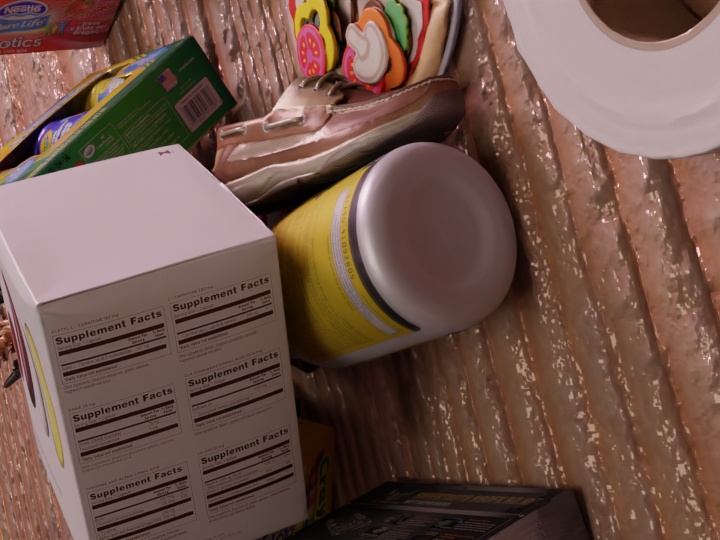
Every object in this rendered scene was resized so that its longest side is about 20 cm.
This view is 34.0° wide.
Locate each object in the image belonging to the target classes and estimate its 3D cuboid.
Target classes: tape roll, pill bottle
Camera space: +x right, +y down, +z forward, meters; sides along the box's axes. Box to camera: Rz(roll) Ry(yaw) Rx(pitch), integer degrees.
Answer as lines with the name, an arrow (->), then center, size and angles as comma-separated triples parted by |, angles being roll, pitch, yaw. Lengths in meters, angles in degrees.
tape roll -> 0.149, -0.153, 0.520 | 0.201, 0.070, 0.206 | 23, 118, 51
pill bottle -> 0.000, 0.000, 0.748 | 0.199, 0.111, 0.114 | -23, 80, 55

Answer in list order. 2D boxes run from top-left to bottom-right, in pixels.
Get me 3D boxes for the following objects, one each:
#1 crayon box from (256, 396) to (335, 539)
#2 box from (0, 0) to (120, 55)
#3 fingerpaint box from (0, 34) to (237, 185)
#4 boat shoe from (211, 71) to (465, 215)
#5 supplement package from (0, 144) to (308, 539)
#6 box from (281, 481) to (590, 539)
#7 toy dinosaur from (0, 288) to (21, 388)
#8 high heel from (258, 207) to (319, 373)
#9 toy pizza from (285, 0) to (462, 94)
crayon box -> -0.071, 0.194, 0.877 | 0.051, 0.200, 0.128 | 11, 112, 20
box -> -0.335, -0.269, 1.094 | 0.095, 0.198, 0.104 | -45, 62, 53
fingerpaint box -> -0.223, -0.094, 0.952 | 0.166, 0.200, 0.074 | -6, 126, 48
boat shoe -> -0.025, -0.091, 0.750 | 0.198, 0.075, 0.073 | -17, 83, 34
supplement package -> -0.142, 0.054, 0.766 | 0.191, 0.145, 0.203 | 40, 140, 55
box -> 0.020, 0.186, 0.727 | 0.199, 0.157, 0.049 | -13, 97, 56
toy dinosaur -> -0.281, 0.021, 0.998 | 0.102, 0.200, 0.136 | 48, 123, 5
high heel -> -0.075, -0.022, 0.890 | 0.095, 0.067, 0.203 | 20, 119, 41
toy pizza -> -0.004, -0.189, 0.774 | 0.199, 0.031, 0.204 | 21, 116, 52
